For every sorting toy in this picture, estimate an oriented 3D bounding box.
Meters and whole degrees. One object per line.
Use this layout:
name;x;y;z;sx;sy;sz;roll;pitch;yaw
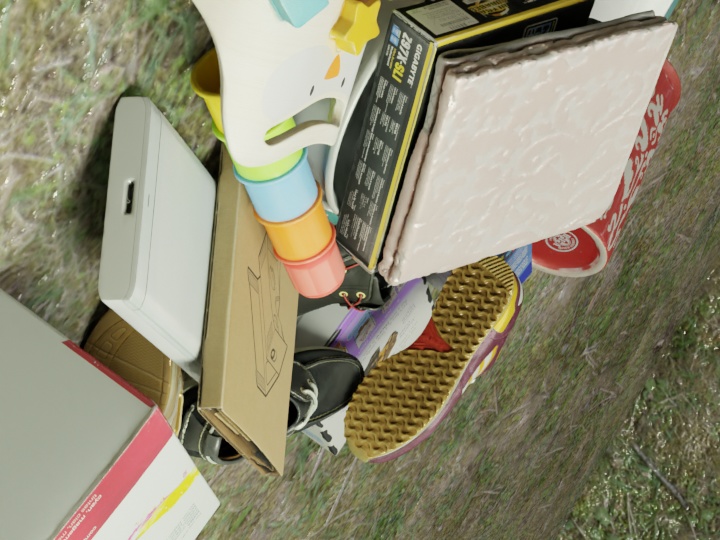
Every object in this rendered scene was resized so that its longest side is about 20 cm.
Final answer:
sorting toy;-0.032;-0.158;1.033;0.200;0.106;0.181;-25;130;-56

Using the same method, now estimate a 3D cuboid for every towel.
towel;0.114;-0.085;1.158;0.199;0.032;0.192;-16;140;-30

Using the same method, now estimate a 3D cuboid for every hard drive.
hard drive;-0.122;-0.014;1.103;0.200;0.027;0.133;58;33;-69

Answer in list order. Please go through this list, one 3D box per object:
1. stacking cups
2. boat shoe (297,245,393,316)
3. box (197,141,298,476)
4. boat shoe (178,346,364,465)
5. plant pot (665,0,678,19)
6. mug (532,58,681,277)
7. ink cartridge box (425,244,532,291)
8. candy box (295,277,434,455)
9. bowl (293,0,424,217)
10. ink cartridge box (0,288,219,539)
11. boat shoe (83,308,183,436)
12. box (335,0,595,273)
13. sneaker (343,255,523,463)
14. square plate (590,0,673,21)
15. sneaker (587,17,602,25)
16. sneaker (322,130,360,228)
stacking cups;-0.054;-0.066;1.141;0.061;0.060;0.200;-49;140;-24
boat shoe;-0.001;-0.001;1.335;0.201;0.063;0.074;-25;162;6
box;-0.075;0.030;1.198;0.164;0.021;0.201;59;31;-64
boat shoe;-0.063;0.108;1.306;0.199;0.067;0.072;-14;111;-46
plant pot;0.180;-0.281;1.362;0.142;0.141;0.200;-61;155;9
mug;0.211;-0.093;1.558;0.178;0.133;0.201;68;38;-53
ink cartridge box;0.079;-0.043;1.468;0.076;0.136;0.200;-44;157;-19
candy box;-0.016;0.052;1.480;0.168;0.071;0.200;-53;159;-14
bowl;0.006;-0.145;1.211;0.201;0.090;0.201;-48;159;-26
ink cartridge box;-0.200;0.135;1.051;0.145;0.145;0.200;-52;159;-16
boat shoe;-0.163;0.093;1.205;0.069;0.073;0.201;-56;165;-55
box;0.072;-0.107;1.174;0.159;0.049;0.201;-24;143;-38
sneaker;0.068;0.082;1.378;0.200;0.075;0.090;-50;155;-3
square plate;0.181;-0.230;1.252;0.197;0.028;0.201;-9;137;-43
sneaker;0.154;-0.122;1.270;0.088;0.074;0.200;-18;155;-34
sneaker;0.028;-0.114;1.335;0.200;0.070;0.093;-55;165;1
